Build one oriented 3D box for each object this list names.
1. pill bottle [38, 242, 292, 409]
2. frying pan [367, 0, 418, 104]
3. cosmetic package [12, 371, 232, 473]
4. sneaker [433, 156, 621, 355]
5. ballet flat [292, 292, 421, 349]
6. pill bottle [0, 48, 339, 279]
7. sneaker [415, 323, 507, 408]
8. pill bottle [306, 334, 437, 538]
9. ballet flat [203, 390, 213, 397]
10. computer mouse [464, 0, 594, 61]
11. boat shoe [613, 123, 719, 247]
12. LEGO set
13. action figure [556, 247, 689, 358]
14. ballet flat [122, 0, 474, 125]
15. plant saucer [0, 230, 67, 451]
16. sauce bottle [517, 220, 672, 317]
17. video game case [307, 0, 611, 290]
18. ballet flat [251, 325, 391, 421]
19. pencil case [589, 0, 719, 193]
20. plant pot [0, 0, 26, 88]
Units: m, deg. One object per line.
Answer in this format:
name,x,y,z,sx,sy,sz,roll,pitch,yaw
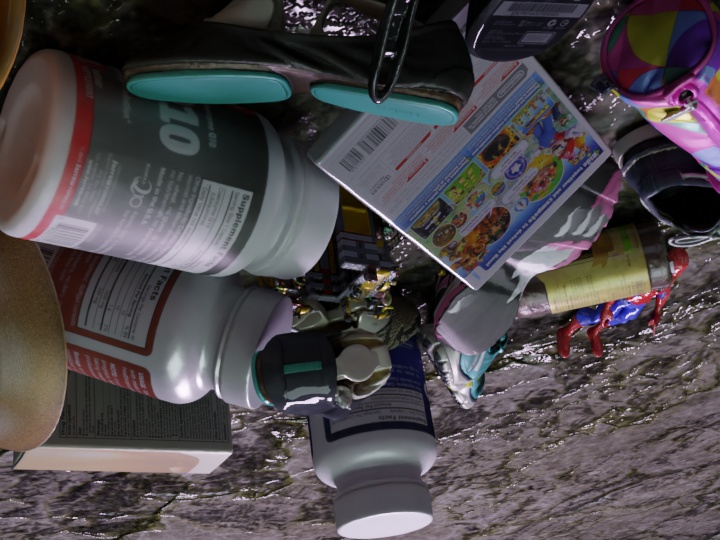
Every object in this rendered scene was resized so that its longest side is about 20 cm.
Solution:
pill bottle,-0.156,0.030,0.768,0.200,0.112,0.112,17,155,11
frying pan,0.021,-0.175,0.514,0.115,0.031,0.190,23,114,-30
cosmetic package,-0.233,0.140,1.047,0.200,0.105,0.071,8,149,-26
sneaker,0.117,-0.032,0.854,0.080,0.086,0.200,29,117,-28
ballet flat,-0.034,0.049,0.949,0.200,0.068,0.075,-13,146,-15
pill bottle,-0.121,-0.059,0.682,0.200,0.114,0.114,12,146,-36
sneaker,0.111,0.084,1.061,0.080,0.078,0.200,-30,163,0
pill bottle,0.009,0.146,1.021,0.120,0.200,0.120,-7,153,-3
ballet flat,-0.174,0.068,0.959,0.068,0.068,0.200,-26,159,15
computer mouse,0.140,-0.193,0.585,0.140,0.046,0.200,-10,156,-25
boat shoe,0.273,-0.056,0.857,0.075,0.062,0.200,-27,148,28
LEGO set,0.000,0.000,0.825,0.154,0.116,0.200,14,146,-36
action figure,0.262,0.033,1.047,0.065,0.052,0.200,5,148,-17
ballet flat,-0.034,-0.126,0.617,0.200,0.068,0.068,5,172,-2
plant saucer,-0.271,0.033,0.726,0.035,0.200,0.200,-19,167,-46
sauce bottle,0.170,0.007,0.947,0.200,0.065,0.065,-14,153,8
video game case,0.074,-0.079,0.714,0.143,0.018,0.200,-46,136,8
ballet flat,-0.015,0.073,0.773,0.073,0.073,0.200,-15,172,13
pencil case,0.234,-0.112,0.713,0.088,0.088,0.200,-27,149,31
plant pot,-0.281,-0.115,0.468,0.200,0.200,0.183,16,160,-40
